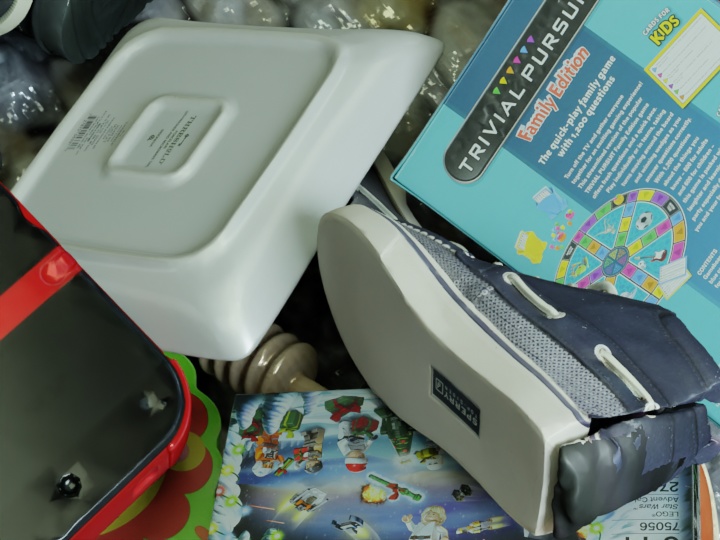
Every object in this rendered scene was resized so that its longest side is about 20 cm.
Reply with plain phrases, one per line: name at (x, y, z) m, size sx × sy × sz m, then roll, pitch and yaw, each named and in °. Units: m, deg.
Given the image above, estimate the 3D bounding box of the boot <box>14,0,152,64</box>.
boot at (-0.161, -0.207, 1.087) m, size 0.167 × 0.077 × 0.200 m, roll 28°, pitch 57°, yaw 21°

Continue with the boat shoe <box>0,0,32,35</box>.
boat shoe at (-0.259, -0.124, 1.010) m, size 0.199 × 0.068 × 0.072 m, roll -18°, pitch 84°, yaw 22°

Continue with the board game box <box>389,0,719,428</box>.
board game box at (0.136, -0.045, 0.918) m, size 0.199 × 0.047 × 0.152 m, roll 38°, pitch 104°, yaw 12°

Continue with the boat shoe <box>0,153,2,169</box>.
boat shoe at (-0.261, -0.033, 0.991) m, size 0.199 × 0.063 × 0.075 m, roll -28°, pitch 30°, yaw -17°

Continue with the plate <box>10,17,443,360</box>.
plate at (-0.086, -0.053, 0.973) m, size 0.199 × 0.032 × 0.200 m, roll 7°, pitch 54°, yaw 37°

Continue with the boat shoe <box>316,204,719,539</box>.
boat shoe at (0.064, 0.029, 0.834) m, size 0.092 × 0.075 × 0.200 m, roll -16°, pitch 40°, yaw -25°

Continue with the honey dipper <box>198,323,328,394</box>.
honey dipper at (0.010, 0.074, 0.914) m, size 0.199 × 0.038 × 0.038 m, roll 30°, pitch 64°, yaw 31°

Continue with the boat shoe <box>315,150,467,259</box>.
boat shoe at (0.000, 0.000, 0.943) m, size 0.062 × 0.073 × 0.200 m, roll 7°, pitch 31°, yaw -29°

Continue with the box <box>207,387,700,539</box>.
box at (0.037, 0.107, 0.828) m, size 0.198 × 0.040 × 0.138 m, roll -4°, pitch 44°, yaw 11°

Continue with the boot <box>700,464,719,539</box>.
boot at (0.113, 0.141, 0.872) m, size 0.074 × 0.108 × 0.201 m, roll 13°, pitch 59°, yaw 10°

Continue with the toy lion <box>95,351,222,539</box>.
toy lion at (-0.125, 0.117, 0.918) m, size 0.199 × 0.069 × 0.192 m, roll 32°, pitch 58°, yaw 17°

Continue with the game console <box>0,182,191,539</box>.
game console at (-0.186, 0.062, 0.860) m, size 0.177 × 0.031 × 0.200 m, roll 44°, pitch 65°, yaw 6°

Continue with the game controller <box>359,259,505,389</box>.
game controller at (0.046, 0.077, 0.953) m, size 0.104 × 0.042 × 0.200 m, roll 30°, pitch 63°, yaw 32°
